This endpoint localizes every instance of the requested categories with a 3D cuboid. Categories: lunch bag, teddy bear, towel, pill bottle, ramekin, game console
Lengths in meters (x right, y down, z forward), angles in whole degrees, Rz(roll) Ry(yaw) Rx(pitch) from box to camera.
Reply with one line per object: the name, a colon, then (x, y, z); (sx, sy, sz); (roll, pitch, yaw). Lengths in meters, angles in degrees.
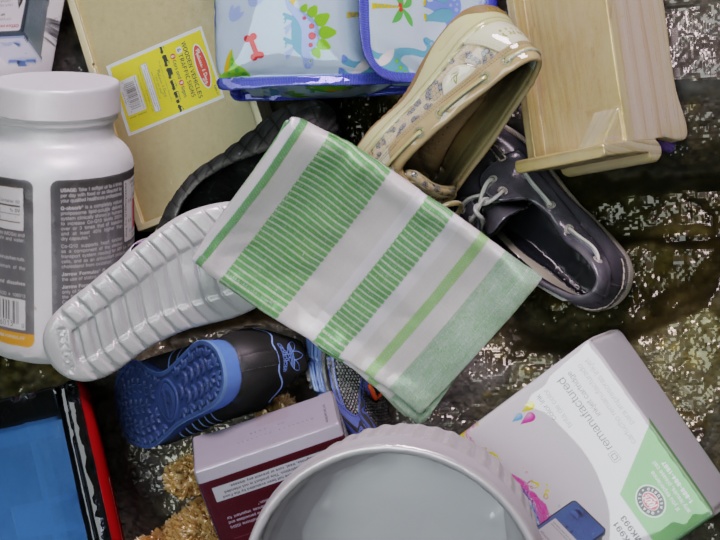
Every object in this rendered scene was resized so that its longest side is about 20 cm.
lunch bag: (-0.002, -0.208, 1.387); (0.199, 0.127, 0.171); (-1, 91, 3)
teddy bear: (-0.085, 0.186, 1.456); (0.199, 0.067, 0.146); (-29, 85, 19)
towel: (0.000, 0.000, 1.341); (0.200, 0.023, 0.153); (35, 122, -4)
pill bottle: (-0.223, -0.040, 1.455); (0.116, 0.116, 0.201); (7, 105, 19)
ramekin: (0.028, 0.194, 1.288); (0.199, 0.105, 0.202); (2, 103, 8)
game console: (-0.240, 0.192, 1.490); (0.118, 0.172, 0.201); (-13, 88, -7)

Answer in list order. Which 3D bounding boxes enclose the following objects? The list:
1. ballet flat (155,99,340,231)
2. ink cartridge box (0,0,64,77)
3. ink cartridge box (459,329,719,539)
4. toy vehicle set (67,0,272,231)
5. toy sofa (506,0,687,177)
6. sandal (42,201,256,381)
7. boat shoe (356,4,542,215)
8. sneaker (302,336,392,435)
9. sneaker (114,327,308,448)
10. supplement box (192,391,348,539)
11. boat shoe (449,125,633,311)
ballet flat: (-0.091, -0.055, 1.420); (0.066, 0.057, 0.200); (46, 121, -4)
ink cartridge box: (-0.300, -0.192, 1.465); (0.086, 0.146, 0.201); (17, 100, 38)
ink cartridge box: (0.132, 0.158, 1.366); (0.200, 0.087, 0.146); (-38, 81, 20)
toy vehicle set: (-0.138, -0.143, 1.483); (0.124, 0.026, 0.201); (-18, 86, 19)
toy sofa: (0.153, -0.168, 1.358); (0.083, 0.097, 0.201); (-9, 89, 44)
sandal: (-0.136, 0.007, 1.410); (0.202, 0.050, 0.083); (-26, 102, 3)
boat shoe: (0.050, -0.082, 1.337); (0.063, 0.073, 0.201); (50, 120, 39)
sneaker: (0.001, 0.038, 1.417); (0.078, 0.075, 0.201); (-10, 90, 17)
sneaker: (-0.112, 0.086, 1.441); (0.200, 0.077, 0.071); (-20, 78, 57)
supplement box: (-0.036, 0.198, 1.390); (0.108, 0.061, 0.201); (-18, 109, 0)
boat shoe: (0.105, -0.047, 1.379); (0.200, 0.063, 0.073); (42, 108, 15)
